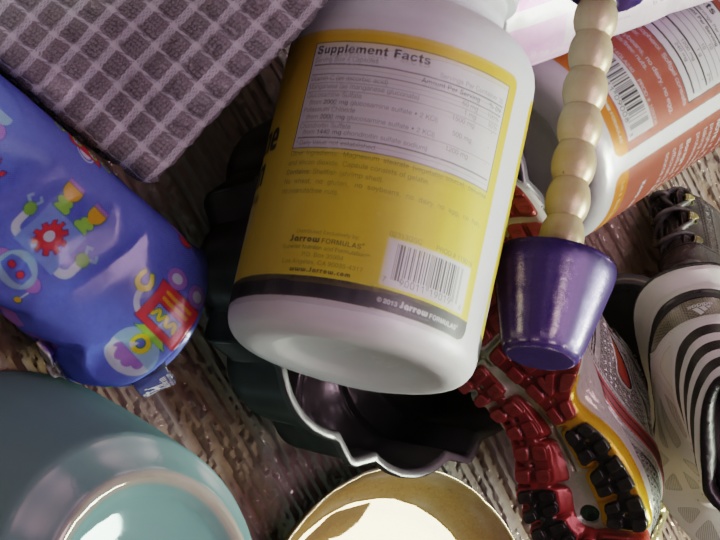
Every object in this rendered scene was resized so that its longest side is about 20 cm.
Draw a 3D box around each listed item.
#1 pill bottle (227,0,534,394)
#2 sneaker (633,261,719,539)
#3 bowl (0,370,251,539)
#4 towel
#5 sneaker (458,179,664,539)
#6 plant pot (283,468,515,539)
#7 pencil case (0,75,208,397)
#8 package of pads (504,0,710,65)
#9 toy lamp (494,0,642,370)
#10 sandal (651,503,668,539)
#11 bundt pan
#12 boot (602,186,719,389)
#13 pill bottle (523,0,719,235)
[{"bbox_3d":[0.015,-0.053,1.089,0.112,0.112,0.200,25,70,-39],"label":"pill bottle"},{"bbox_3d":[0.179,0.103,1.213,0.115,0.076,0.201,-99,173,-47],"label":"sneaker"},{"bbox_3d":[-0.121,0.141,1.061,0.201,0.105,0.201,5,83,-42],"label":"bowl"},{"bbox_3d":[-0.092,-0.152,1.053,0.166,0.086,0.200,38,101,-30],"label":"towel"},{"bbox_3d":[0.091,0.046,1.190,0.082,0.078,0.200,-42,115,-62],"label":"sneaker"},{"bbox_3d":[0.013,0.197,1.231,0.200,0.027,0.200,3,86,-43],"label":"plant pot"},{"bbox_3d":[-0.152,-0.026,1.062,0.087,0.078,0.200,-48,122,-3],"label":"pencil case"},{"bbox_3d":[0.110,-0.170,1.248,0.200,0.121,0.076,-21,127,-28],"label":"package of pads"},{"bbox_3d":[0.097,-0.053,1.122,0.058,0.058,0.200,29,63,-37],"label":"toy lamp"},{"bbox_3d":[0.137,0.094,1.321,0.078,0.070,0.212,-36,111,-38],"label":"sandal"},{"bbox_3d":[0.000,0.000,1.198,0.202,0.076,0.202,3,86,-42],"label":"bundt pan"},{"bbox_3d":[0.175,0.018,1.335,0.200,0.069,0.174,44,29,-36],"label":"boot"},{"bbox_3d":[0.143,-0.100,1.311,0.200,0.112,0.112,-32,108,-39],"label":"pill bottle"}]
